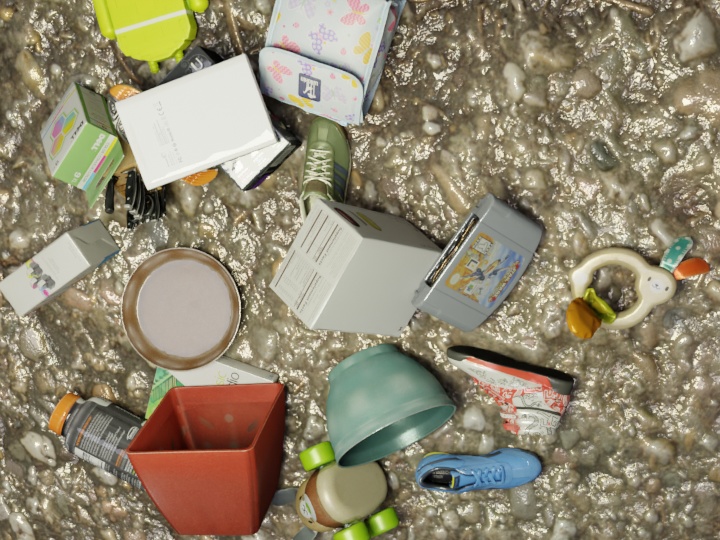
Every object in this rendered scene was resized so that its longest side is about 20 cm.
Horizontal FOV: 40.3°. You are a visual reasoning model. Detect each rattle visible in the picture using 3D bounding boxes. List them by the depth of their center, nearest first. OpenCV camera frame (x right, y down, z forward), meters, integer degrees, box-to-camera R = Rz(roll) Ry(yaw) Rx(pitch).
[{"bbox_3d":[0.398,0.022,1.407,0.200,0.143,0.130,-11,82,20],"label":"rattle"}]

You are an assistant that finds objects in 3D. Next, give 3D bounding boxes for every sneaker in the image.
[{"bbox_3d":[-0.055,-0.133,1.482,0.067,0.090,0.201,3,103,11],"label":"sneaker"},{"bbox_3d":[-0.304,-0.211,1.484,0.076,0.092,0.200,-42,121,7],"label":"sneaker"},{"bbox_3d":[0.219,0.191,1.515,0.201,0.067,0.108,15,103,5],"label":"sneaker"},{"bbox_3d":[0.186,0.325,1.550,0.200,0.078,0.066,-3,101,11],"label":"sneaker"}]

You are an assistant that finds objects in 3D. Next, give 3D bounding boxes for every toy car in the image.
[{"bbox_3d":[-0.067,0.378,1.585,0.200,0.158,0.164,-33,75,34],"label":"toy car"}]

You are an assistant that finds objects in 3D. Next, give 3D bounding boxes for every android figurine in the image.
[{"bbox_3d":[-0.321,-0.405,1.497,0.182,0.041,0.200,-14,99,14],"label":"android figurine"}]

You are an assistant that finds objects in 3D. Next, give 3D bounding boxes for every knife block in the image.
[{"bbox_3d":[-0.352,-0.164,1.490,0.064,0.176,0.200,-17,99,14],"label":"knife block"}]

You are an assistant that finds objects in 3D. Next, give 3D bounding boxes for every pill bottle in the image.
[{"bbox_3d":[-0.420,0.280,1.645,0.200,0.106,0.106,27,107,4],"label":"pill bottle"}]

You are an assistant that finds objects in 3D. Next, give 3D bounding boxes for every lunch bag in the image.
[{"bbox_3d":[-0.047,-0.323,1.419,0.169,0.127,0.200,23,113,7],"label":"lunch bag"}]

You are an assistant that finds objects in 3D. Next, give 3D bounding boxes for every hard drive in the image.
[{"bbox_3d":[-0.233,-0.211,1.396,0.200,0.025,0.132,-19,95,6],"label":"hard drive"}]

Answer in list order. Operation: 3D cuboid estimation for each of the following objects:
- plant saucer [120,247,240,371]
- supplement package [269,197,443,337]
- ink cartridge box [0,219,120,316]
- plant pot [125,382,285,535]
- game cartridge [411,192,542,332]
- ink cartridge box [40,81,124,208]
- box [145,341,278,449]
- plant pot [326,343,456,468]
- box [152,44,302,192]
[{"bbox_3d":[-0.288,0.063,1.589,0.200,0.032,0.201,0,90,8],"label":"plant saucer"},{"bbox_3d":[0.000,0.000,1.433,0.111,0.200,0.156,43,112,36],"label":"supplement package"},{"bbox_3d":[-0.503,0.005,1.592,0.200,0.115,0.068,-33,95,17],"label":"ink cartridge box"},{"bbox_3d":[-0.222,0.304,1.539,0.200,0.200,0.177,-4,112,13],"label":"plant pot"},{"bbox_3d":[0.179,-0.006,1.455,0.133,0.042,0.200,27,103,-31],"label":"game cartridge"},{"bbox_3d":[-0.426,-0.194,1.492,0.059,0.200,0.104,25,111,-37],"label":"ink cartridge box"},{"bbox_3d":[-0.249,0.210,1.631,0.200,0.036,0.145,18,106,8],"label":"box"},{"bbox_3d":[0.029,0.197,1.506,0.200,0.200,0.134,-33,68,17],"label":"plant pot"},{"bbox_3d":[-0.198,-0.227,1.467,0.106,0.122,0.200,-43,93,8],"label":"box"}]
